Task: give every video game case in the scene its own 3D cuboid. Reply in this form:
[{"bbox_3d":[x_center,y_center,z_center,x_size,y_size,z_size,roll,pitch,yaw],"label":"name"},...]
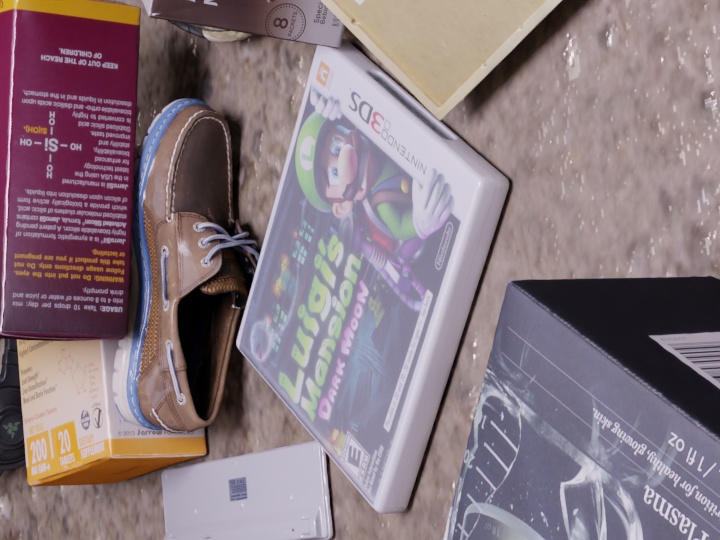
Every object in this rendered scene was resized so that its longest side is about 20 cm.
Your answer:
[{"bbox_3d":[0.000,0.000,1.214,0.182,0.023,0.201,45,127,49],"label":"video game case"}]

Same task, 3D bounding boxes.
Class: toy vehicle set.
[{"bbox_3d":[0.007,-0.181,1.091,0.200,0.027,0.124,45,138,-3],"label":"toy vehicle set"}]

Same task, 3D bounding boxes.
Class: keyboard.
[{"bbox_3d":[-0.072,0.140,1.341,0.200,0.011,0.057,-17,70,56],"label":"keyboard"}]

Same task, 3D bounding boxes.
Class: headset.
[{"bbox_3d":[-0.282,0.115,1.592,0.123,0.093,0.202,-30,53,54],"label":"headset"}]

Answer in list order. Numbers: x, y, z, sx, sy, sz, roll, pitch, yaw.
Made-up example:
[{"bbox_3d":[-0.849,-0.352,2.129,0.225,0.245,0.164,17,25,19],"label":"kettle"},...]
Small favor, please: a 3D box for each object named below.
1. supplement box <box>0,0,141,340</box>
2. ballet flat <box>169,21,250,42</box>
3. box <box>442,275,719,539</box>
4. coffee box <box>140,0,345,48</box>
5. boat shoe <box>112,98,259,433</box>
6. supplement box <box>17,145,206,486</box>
[{"bbox_3d":[-0.196,-0.059,1.334,0.110,0.085,0.202,-2,85,57],"label":"supplement box"},{"bbox_3d":[-0.111,-0.188,1.383,0.067,0.057,0.200,-48,42,-3],"label":"ballet flat"},{"bbox_3d":[0.136,0.131,0.909,0.200,0.123,0.198,39,123,51],"label":"box"},{"bbox_3d":[-0.048,-0.233,1.198,0.080,0.112,0.201,-120,41,-62],"label":"coffee box"},{"bbox_3d":[-0.095,-0.002,1.332,0.072,0.072,0.202,9,96,41],"label":"boat shoe"},{"bbox_3d":[-0.167,0.031,1.429,0.126,0.073,0.202,-23,70,54],"label":"supplement box"}]
